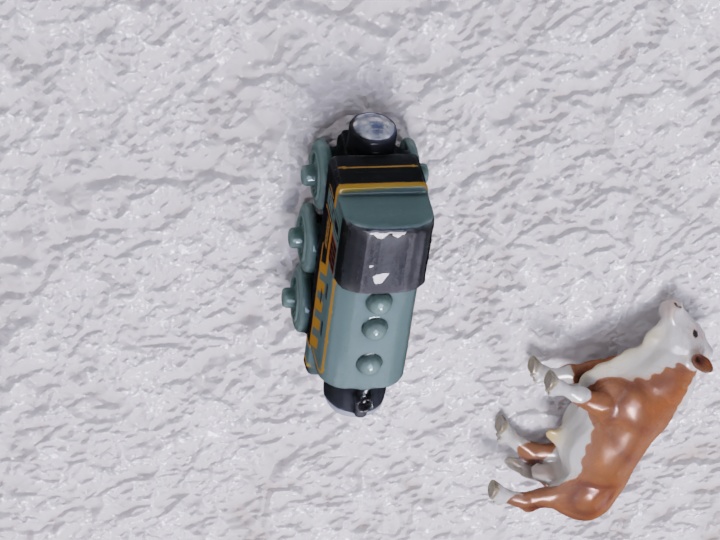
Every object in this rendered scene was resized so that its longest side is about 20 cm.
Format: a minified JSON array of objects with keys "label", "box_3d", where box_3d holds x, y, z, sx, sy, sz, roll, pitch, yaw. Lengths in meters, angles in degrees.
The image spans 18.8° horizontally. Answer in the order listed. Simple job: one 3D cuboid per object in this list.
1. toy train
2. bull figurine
[{"label":"toy train","box_3d":[0.000,0.000,1.391,0.084,0.114,0.201,0,131,-12]},{"label":"bull figurine","box_3d":[0.171,0.104,1.557,0.120,0.065,0.201,10,126,-16]}]
